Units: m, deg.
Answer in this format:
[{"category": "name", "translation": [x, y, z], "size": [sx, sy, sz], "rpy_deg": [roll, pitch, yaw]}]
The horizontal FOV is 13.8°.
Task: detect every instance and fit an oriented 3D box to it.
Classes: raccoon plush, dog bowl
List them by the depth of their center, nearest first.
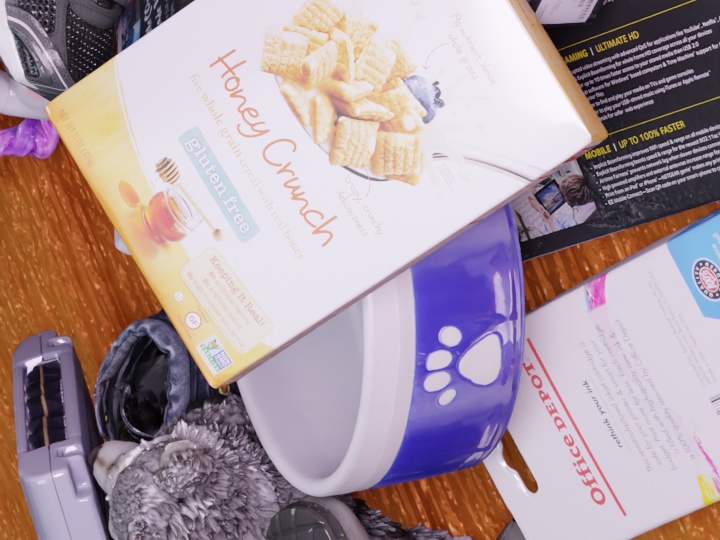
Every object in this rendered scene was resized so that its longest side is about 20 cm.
[{"category": "dog bowl", "translation": [0.000, 0.000, 1.375], "size": [0.200, 0.078, 0.202], "rpy_deg": [173, 90, -68]}, {"category": "raccoon plush", "translation": [-0.033, 0.117, 1.437], "size": [0.199, 0.134, 0.097], "rpy_deg": [7, 95, 0]}]

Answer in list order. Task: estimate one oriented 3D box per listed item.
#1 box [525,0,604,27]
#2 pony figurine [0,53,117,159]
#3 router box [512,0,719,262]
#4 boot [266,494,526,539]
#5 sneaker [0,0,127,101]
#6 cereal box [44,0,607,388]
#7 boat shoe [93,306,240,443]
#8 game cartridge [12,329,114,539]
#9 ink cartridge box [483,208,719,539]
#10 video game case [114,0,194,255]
[{"category": "box", "translation": [0.062, -0.226, 1.263], "size": [0.200, 0.046, 0.159], "rpy_deg": [56, 137, 34]}, {"category": "pony figurine", "translation": [-0.230, -0.066, 1.540], "size": [0.167, 0.199, 0.194], "rpy_deg": [-105, 33, -52]}, {"category": "router box", "translation": [0.127, -0.100, 1.313], "size": [0.199, 0.051, 0.150], "rpy_deg": [-17, 97, 43]}, {"category": "boot", "translation": [0.040, 0.159, 1.443], "size": [0.068, 0.131, 0.201], "rpy_deg": [9, 133, 50]}, {"category": "sneaker", "translation": [-0.128, -0.178, 1.432], "size": [0.086, 0.080, 0.201], "rpy_deg": [-6, 80, 31]}, {"category": "cereal box", "translation": [-0.016, -0.063, 1.248], "size": [0.199, 0.040, 0.144], "rpy_deg": [-34, 85, 17]}, {"category": "boat shoe", "translation": [-0.106, 0.088, 1.569], "size": [0.071, 0.091, 0.201], "rpy_deg": [32, 128, 24]}, {"category": "game cartridge", "translation": [-0.143, 0.124, 1.518], "size": [0.041, 0.200, 0.134], "rpy_deg": [-19, 110, -1]}, {"category": "ink cartridge box", "translation": [0.141, 0.049, 1.361], "size": [0.200, 0.068, 0.116], "rpy_deg": [-29, 89, 44]}, {"category": "video game case", "translation": [-0.064, -0.134, 1.388], "size": [0.182, 0.023, 0.201], "rpy_deg": [-44, 38, 43]}]
